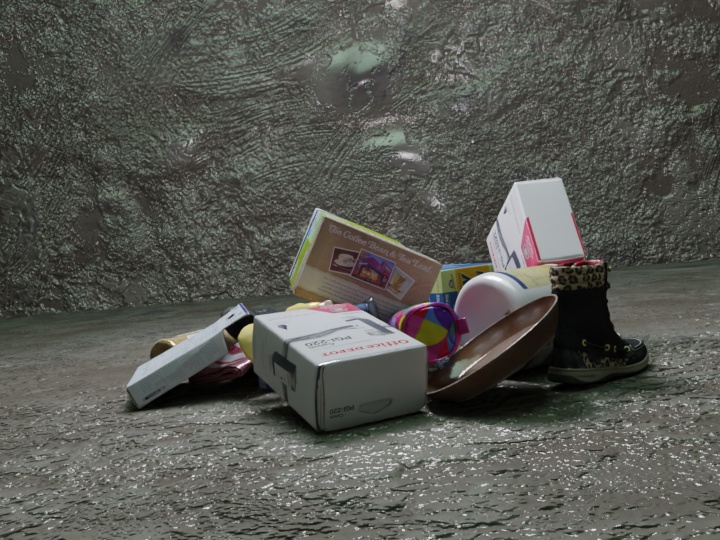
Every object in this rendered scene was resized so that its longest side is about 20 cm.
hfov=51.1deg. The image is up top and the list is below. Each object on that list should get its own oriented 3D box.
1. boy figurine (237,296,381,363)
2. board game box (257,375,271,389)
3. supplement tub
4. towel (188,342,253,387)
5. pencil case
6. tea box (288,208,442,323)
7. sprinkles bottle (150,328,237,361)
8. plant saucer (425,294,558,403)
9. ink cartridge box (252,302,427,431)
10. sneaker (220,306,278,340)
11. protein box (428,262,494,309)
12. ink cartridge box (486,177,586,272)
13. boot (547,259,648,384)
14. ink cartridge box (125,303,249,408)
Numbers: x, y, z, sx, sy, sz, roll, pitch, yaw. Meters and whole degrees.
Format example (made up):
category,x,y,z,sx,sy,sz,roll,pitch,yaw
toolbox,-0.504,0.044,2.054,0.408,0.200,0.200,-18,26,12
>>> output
category,x,y,z,sx,sy,sz,roll,pitch,yaw
boy figurine,-0.070,0.083,1.055,0.200,0.065,0.124,-9,-32,-26
board game box,-0.036,0.140,1.133,0.200,0.045,0.134,-8,4,-44
supplement tub,0.251,0.066,1.093,0.200,0.145,0.144,-7,3,-38
towel,-0.158,0.111,1.155,0.144,0.023,0.200,-18,14,44
pencil case,0.085,0.087,1.032,0.088,0.089,0.200,-5,-3,-6
tea box,0.000,0.000,1.220,0.200,0.134,0.197,22,4,-9
sprinkles bottle,-0.293,0.143,1.373,0.068,0.068,0.200,-4,3,27
plant saucer,0.163,0.100,0.908,0.200,0.035,0.200,-37,-1,-1
ink cartridge box,-0.030,0.110,0.916,0.145,0.085,0.200,-7,18,-28
sneaker,-0.192,0.105,1.457,0.200,0.060,0.104,28,11,-31
protein box,0.165,0.059,1.576,0.200,0.135,0.198,-7,3,-42
ink cartridge box,0.285,-0.038,1.251,0.084,0.145,0.200,-7,-24,-8
boot,0.310,0.062,0.982,0.200,0.151,0.073,-6,2,-39
ink cartridge box,-0.251,0.124,1.142,0.200,0.041,0.200,-33,7,-9
